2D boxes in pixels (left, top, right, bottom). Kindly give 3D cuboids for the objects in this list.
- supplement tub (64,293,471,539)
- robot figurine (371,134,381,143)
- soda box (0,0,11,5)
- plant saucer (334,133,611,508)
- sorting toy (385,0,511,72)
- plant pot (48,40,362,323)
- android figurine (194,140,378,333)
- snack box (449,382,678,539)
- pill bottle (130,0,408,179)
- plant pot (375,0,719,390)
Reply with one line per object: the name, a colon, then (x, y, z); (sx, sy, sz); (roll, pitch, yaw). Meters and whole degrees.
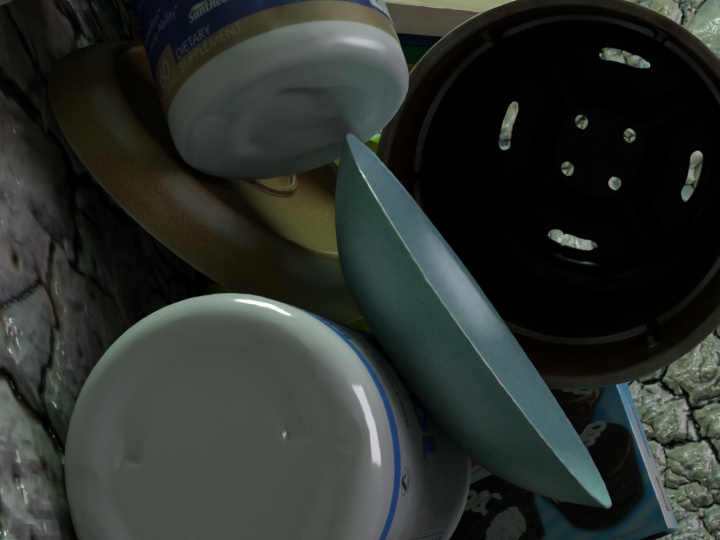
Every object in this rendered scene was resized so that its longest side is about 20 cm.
supplement tub: (-0.030, 0.084, 0.637); (0.200, 0.132, 0.132); (24, 46, -75)
robot figurine: (-0.002, -0.013, 0.984); (0.175, 0.115, 0.200); (-92, 161, -81)
soda box: (-0.162, -0.200, 0.669); (0.200, 0.068, 0.064); (-99, 165, -47)
plant saucer: (0.039, 0.031, 0.657); (0.201, 0.039, 0.201); (52, 8, -11)
sorting toy: (-0.040, -0.171, 0.885); (0.200, 0.070, 0.199); (-3, 35, -38)
plant pot: (-0.064, -0.053, 0.743); (0.200, 0.027, 0.200); (35, 21, -16)
android figurine: (0.000, 0.000, 0.864); (0.200, 0.041, 0.183); (18, 59, -28)
snack box: (0.069, 0.127, 0.855); (0.037, 0.200, 0.116); (26, 43, -64)
pill bottle: (-0.058, -0.153, 0.689); (0.111, 0.111, 0.200); (45, 24, -65)
plant pot: (0.126, -0.054, 0.829); (0.201, 0.200, 0.198); (69, 17, -5)
